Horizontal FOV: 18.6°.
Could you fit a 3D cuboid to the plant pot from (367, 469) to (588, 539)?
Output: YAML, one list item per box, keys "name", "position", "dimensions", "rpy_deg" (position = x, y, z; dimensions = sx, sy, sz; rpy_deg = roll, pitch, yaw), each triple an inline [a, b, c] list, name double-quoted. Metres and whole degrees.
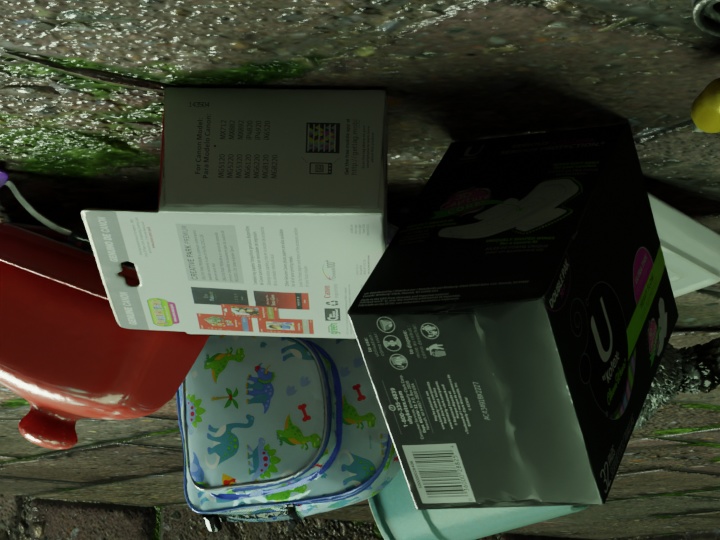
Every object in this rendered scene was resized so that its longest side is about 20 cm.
- name: "plant pot"
  position: [0.129, 0.190, 2.271]
  dimensions: [0.196, 0.200, 0.200]
  rpy_deg: [-13, 164, 23]

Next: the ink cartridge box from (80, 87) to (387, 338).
- name: "ink cartridge box"
  position: [-0.071, -0.032, 1.346]
  dimensions: [0.175, 0.084, 0.200]
  rpy_deg: [1, 157, 0]

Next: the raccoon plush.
- name: "raccoon plush"
  position: [0.255, 0.068, 1.984]
  dimensions: [0.200, 0.097, 0.134]
  rpy_deg: [-27, 156, -7]

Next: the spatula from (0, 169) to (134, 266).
- name: "spatula"
  position: [-0.208, -0.036, 1.485]
  dimensions: [0.200, 0.021, 0.057]
  rpy_deg: [25, 161, -15]

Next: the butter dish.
- name: "butter dish"
  position: [-0.204, 0.055, 1.571]
  dimensions: [0.200, 0.148, 0.199]
  rpy_deg: [19, -177, 10]

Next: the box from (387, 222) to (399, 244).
- name: "box"
  position: [0.000, 0.000, 1.577]
  dimensions: [0.143, 0.036, 0.200]
  rpy_deg: [25, 165, -3]

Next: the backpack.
- name: "backpack"
  position: [-0.064, 0.134, 1.992]
  dimensions: [0.200, 0.183, 0.147]
  rpy_deg: [-6, 168, 9]

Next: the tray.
- name: "tray"
  position: [0.176, -0.017, 1.518]
  dimensions: [0.107, 0.022, 0.200]
  rpy_deg: [-22, 147, 37]

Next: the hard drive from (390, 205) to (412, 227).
- name: "hard drive"
  position: [0.119, -0.015, 1.619]
  dimensions: [0.200, 0.033, 0.140]
  rpy_deg: [2, 168, -5]

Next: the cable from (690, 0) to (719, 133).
- name: "cable"
  position: [0.215, -0.106, 1.124]
  dimensions: [0.097, 0.050, 0.200]
  rpy_deg: [-2, 169, 10]

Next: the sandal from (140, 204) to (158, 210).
- name: "sandal"
  position: [-0.111, -0.027, 1.516]
  dimensions: [0.082, 0.055, 0.200]
  rpy_deg: [7, 163, -28]

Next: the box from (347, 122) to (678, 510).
- name: "box"
  position: [0.098, 0.026, 1.315]
  dimensions: [0.124, 0.149, 0.200]
  rpy_deg: [-4, -149, 26]
